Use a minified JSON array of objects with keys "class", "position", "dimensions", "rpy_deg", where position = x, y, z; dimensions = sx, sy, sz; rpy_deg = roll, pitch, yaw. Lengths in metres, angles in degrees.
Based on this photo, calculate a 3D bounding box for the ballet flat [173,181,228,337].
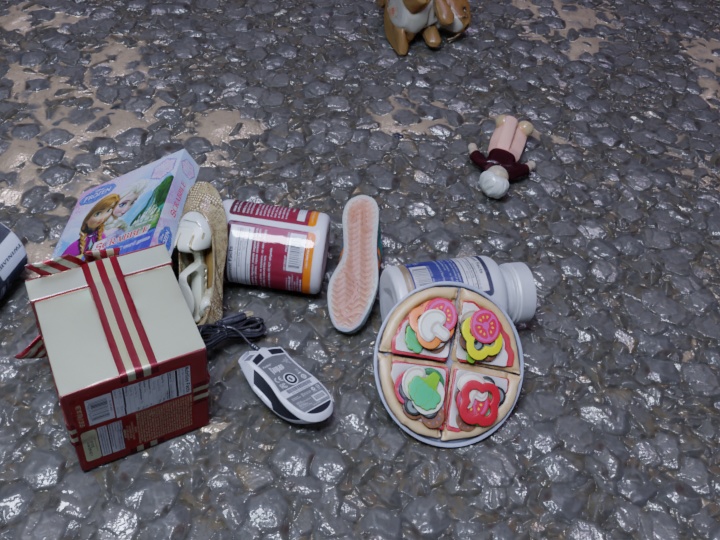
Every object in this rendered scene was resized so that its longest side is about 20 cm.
[{"class":"ballet flat","position":[-0.208,-0.012,0.950],"dimensions":[0.069,0.205,0.065],"rpy_deg":[0,6,20]}]

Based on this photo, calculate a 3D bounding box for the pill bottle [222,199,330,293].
[{"class":"pill bottle","position":[-0.145,-0.037,1.032],"dimensions":[0.195,0.114,0.114],"rpy_deg":[9,46,1]}]

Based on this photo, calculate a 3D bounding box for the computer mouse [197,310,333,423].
[{"class":"computer mouse","position":[-0.117,0.129,0.923],"dimensions":[0.199,0.044,0.109],"rpy_deg":[41,33,25]}]

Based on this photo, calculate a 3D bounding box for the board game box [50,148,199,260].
[{"class":"board game box","position":[-0.329,-0.059,1.011],"dimensions":[0.196,0.041,0.202],"rpy_deg":[-18,42,21]}]

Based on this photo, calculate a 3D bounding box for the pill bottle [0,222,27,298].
[{"class":"pill bottle","position":[-0.517,0.030,0.926],"dimensions":[0.104,0.107,0.202],"rpy_deg":[14,47,6]}]

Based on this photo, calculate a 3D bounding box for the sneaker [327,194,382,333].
[{"class":"sneaker","position":[0.000,0.000,1.052],"dimensions":[0.070,0.080,0.204],"rpy_deg":[4,67,12]}]

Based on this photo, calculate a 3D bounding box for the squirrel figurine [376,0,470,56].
[{"class":"squirrel figurine","position":[0.135,-0.556,1.538],"dimensions":[0.184,0.143,0.201],"rpy_deg":[-15,53,-29]}]

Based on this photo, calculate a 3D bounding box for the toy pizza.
[{"class":"toy pizza","position":[0.113,0.114,0.910],"dimensions":[0.195,0.032,0.205],"rpy_deg":[2,83,-12]}]

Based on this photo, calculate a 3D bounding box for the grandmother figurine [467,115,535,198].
[{"class":"grandmother figurine","position":[0.241,-0.194,1.268],"dimensions":[0.119,0.061,0.202],"rpy_deg":[10,44,14]}]

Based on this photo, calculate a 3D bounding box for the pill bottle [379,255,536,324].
[{"class":"pill bottle","position":[0.131,0.040,0.998],"dimensions":[0.195,0.112,0.112],"rpy_deg":[-6,48,-13]}]

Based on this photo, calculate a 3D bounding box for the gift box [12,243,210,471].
[{"class":"gift box","position":[-0.290,0.088,0.850],"dimensions":[0.196,0.187,0.188],"rpy_deg":[-13,51,-26]}]
